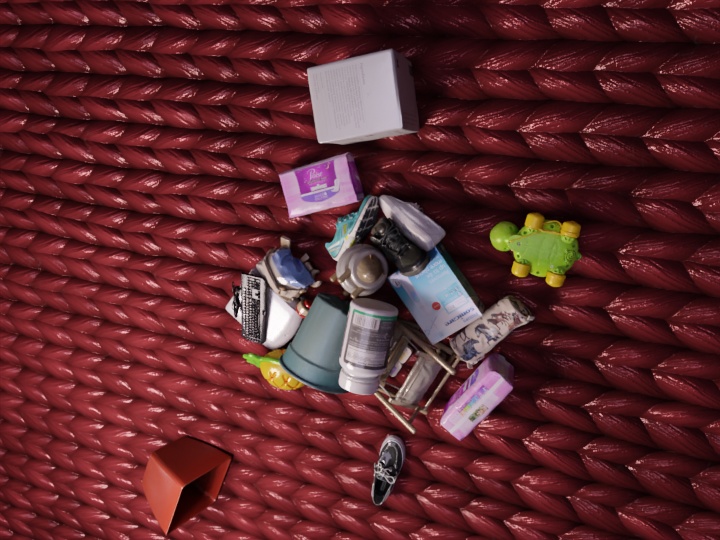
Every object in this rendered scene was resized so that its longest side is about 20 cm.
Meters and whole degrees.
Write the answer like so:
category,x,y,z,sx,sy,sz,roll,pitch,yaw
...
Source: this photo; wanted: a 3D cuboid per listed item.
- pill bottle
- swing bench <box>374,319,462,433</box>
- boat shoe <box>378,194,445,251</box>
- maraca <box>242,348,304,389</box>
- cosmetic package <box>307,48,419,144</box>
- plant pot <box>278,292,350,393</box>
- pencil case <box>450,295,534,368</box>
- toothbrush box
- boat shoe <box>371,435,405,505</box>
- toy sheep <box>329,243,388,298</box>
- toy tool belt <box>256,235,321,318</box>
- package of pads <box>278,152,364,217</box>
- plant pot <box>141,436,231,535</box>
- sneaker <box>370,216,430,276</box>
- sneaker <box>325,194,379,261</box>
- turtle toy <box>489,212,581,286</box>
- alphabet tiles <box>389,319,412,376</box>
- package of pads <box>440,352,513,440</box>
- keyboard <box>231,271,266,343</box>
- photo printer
category,x,y,z,sx,sy,sz,roll,pitch,yaw
pill bottle,0.014,0.173,1.177,0.113,0.113,0.201,14,100,15
swing bench,0.116,0.251,1.276,0.200,0.130,0.199,34,109,14
boat shoe,0.121,-0.127,1.215,0.068,0.072,0.200,-35,49,-13
maraca,-0.225,0.265,1.408,0.199,0.137,0.107,13,63,9
cosmetic package,0.012,-0.383,1.158,0.199,0.165,0.166,-4,101,21
plant pot,-0.077,0.174,1.291,0.200,0.200,0.197,25,98,12
pencil case,0.312,0.143,1.219,0.200,0.078,0.090,-44,59,22
toothbrush box,0.184,0.054,1.241,0.146,0.085,0.200,-33,91,21
boat shoe,0.069,0.549,1.401,0.073,0.068,0.200,22,108,13
toy sheep,0.000,0.000,1.242,0.137,0.200,0.138,-1,95,-18
toy tool belt,-0.168,0.016,1.333,0.200,0.125,0.123,48,118,6
package of pads,-0.100,-0.212,1.283,0.199,0.076,0.121,-12,99,21
plant pot,-0.551,0.634,1.576,0.176,0.200,0.200,32,111,22
sneaker,0.083,-0.056,1.180,0.076,0.199,0.114,-45,117,3
sneaker,-0.025,-0.110,1.281,0.080,0.077,0.200,44,117,17
turtle toy,0.387,-0.058,1.137,0.199,0.101,0.146,17,107,15
alphabet tiles,0.034,0.189,1.361,0.200,0.015,0.196,36,111,8
package of pads,0.284,0.301,1.235,0.076,0.120,0.200,39,111,7
keyboard,-0.303,0.104,1.361,0.104,0.040,0.201,14,115,20
photo printer,-0.254,0.109,1.411,0.200,0.069,0.166,41,114,6
